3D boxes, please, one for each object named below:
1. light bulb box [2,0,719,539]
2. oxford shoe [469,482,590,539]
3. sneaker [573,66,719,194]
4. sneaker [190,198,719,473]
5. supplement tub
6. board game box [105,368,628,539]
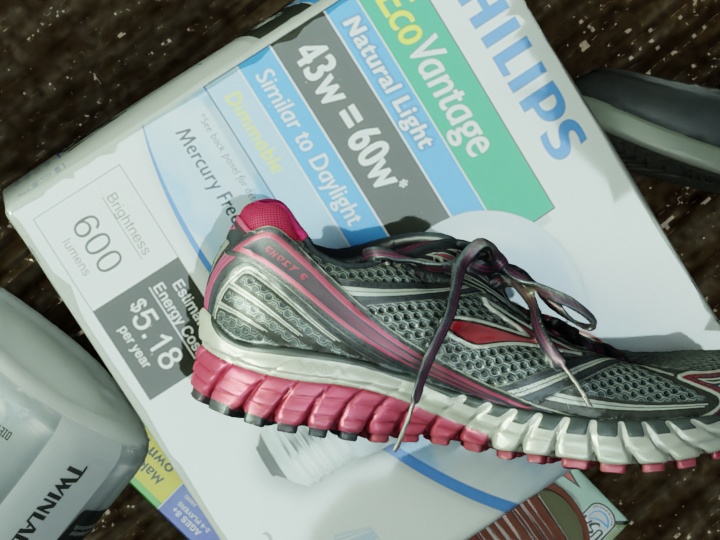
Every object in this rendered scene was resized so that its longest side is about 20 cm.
[{"bbox_3d":[0.000,0.000,0.936,0.200,0.125,0.198,-34,100,-5],"label":"light bulb box"},{"bbox_3d":[0.006,0.151,0.982,0.200,0.074,0.071,-35,95,-24],"label":"oxford shoe"},{"bbox_3d":[0.178,-0.082,1.021,0.200,0.075,0.106,11,89,-20],"label":"sneaker"},{"bbox_3d":[0.045,0.026,0.842,0.200,0.081,0.075,9,92,-11],"label":"sneaker"},{"bbox_3d":[-0.184,0.103,0.937,0.122,0.123,0.200,38,95,-11],"label":"supplement tub"},{"bbox_3d":[-0.005,0.081,1.020,0.200,0.029,0.135,45,86,-10],"label":"board game box"}]
